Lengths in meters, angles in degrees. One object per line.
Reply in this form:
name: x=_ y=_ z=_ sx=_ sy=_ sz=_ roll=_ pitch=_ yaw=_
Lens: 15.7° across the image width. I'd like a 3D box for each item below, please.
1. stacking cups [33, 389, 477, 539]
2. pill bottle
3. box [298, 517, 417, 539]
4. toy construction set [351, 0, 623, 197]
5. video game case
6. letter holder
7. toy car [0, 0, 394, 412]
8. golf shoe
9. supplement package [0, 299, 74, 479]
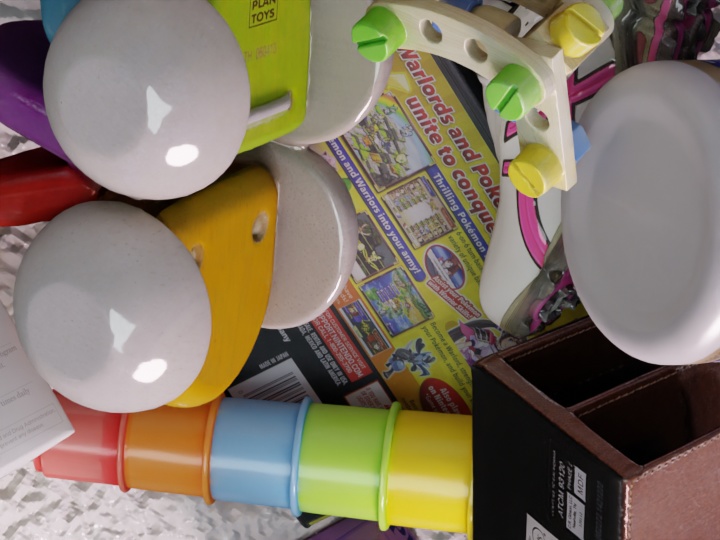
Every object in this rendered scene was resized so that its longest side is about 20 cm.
stacking cups: x=-0.044 y=0.084 z=1.154 sx=0.199 sy=0.061 sz=0.061 roll=3 pitch=119 yaw=8
pill bottle: x=0.188 y=-0.026 z=1.023 sx=0.199 sy=0.116 sz=0.116 roll=-3 pitch=124 yaw=-31
box: x=0.013 y=0.238 z=1.176 sx=0.097 sy=0.200 sz=0.176 roll=-30 pitch=111 yaw=19
toy construction set: x=0.059 y=-0.132 z=0.937 sx=0.131 sy=0.092 sz=0.200 roll=38 pitch=131 yaw=13
video game case: x=0.000 y=0.000 z=1.148 sx=0.180 sy=0.026 sz=0.200 roll=-26 pitch=112 yaw=19
letter holder: x=0.133 y=0.119 z=1.120 sx=0.142 sy=0.101 sz=0.201 roll=-22 pitch=128 yaw=-28
toy car: x=-0.087 y=-0.051 z=1.033 sx=0.150 sy=0.175 sz=0.201 roll=21 pitch=114 yaw=24
golf shoe: x=0.085 y=-0.071 z=1.077 sx=0.092 sy=0.073 sz=0.200 roll=26 pitch=108 yaw=19
supplement package: x=-0.226 y=0.015 z=1.037 sx=0.114 sy=0.109 sz=0.200 roll=-31 pitch=87 yaw=48
